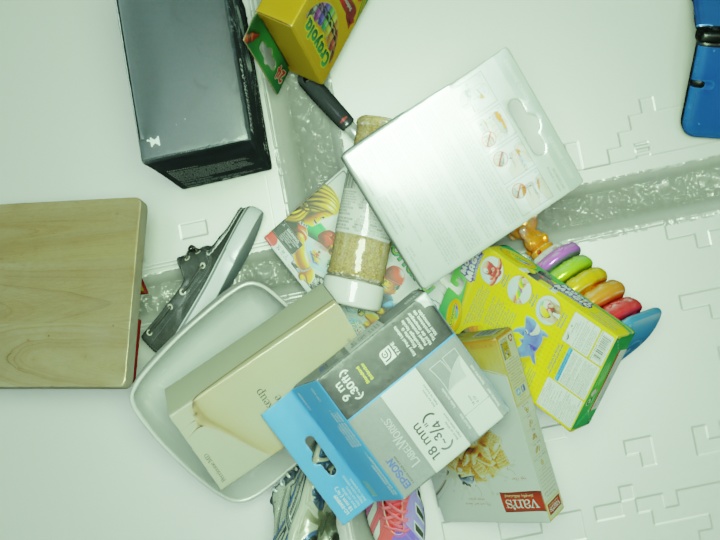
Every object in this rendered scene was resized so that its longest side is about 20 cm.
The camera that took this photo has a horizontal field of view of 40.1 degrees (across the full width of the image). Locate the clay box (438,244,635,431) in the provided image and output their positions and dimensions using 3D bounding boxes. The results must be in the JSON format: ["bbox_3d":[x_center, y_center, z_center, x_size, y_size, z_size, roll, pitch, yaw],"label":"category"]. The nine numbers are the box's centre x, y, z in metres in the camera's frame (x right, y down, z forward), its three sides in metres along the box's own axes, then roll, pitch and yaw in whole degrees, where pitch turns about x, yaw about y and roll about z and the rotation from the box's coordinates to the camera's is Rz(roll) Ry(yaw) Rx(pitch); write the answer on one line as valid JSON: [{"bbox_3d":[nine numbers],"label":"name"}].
[{"bbox_3d":[0.175,0.060,1.031,0.199,0.047,0.117,38,118,33],"label":"clay box"}]

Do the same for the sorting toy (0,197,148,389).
[{"bbox_3d":[-0.323,0.031,1.082,0.195,0.070,0.203,-2,76,14],"label":"sorting toy"}]

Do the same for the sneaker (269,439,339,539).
[{"bbox_3d":[-0.058,0.233,1.046,0.084,0.076,0.204,15,84,43],"label":"sneaker"}]

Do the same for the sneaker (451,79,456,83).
[{"bbox_3d":[0.114,-0.119,1.077,0.071,0.112,0.205,7,88,1],"label":"sneaker"}]

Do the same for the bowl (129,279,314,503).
[{"bbox_3d":[-0.129,0.125,1.071,0.200,0.075,0.200,-42,110,-2],"label":"bowl"}]

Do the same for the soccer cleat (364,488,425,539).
[{"bbox_3d":[0.036,0.233,1.073,0.067,0.073,0.205,-6,99,-3],"label":"soccer cleat"}]

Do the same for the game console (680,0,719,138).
[{"bbox_3d":[0.464,-0.247,1.119,0.195,0.119,0.174,4,118,2],"label":"game console"}]

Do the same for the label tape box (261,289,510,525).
[{"bbox_3d":[0.023,0.138,0.951,0.199,0.063,0.145,-38,96,-4],"label":"label tape box"}]

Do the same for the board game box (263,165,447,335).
[{"bbox_3d":[0.000,0.000,1.114,0.126,0.035,0.201,-40,87,-1],"label":"board game box"}]

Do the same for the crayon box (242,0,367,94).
[{"bbox_3d":[-0.045,-0.296,1.069,0.050,0.127,0.203,24,81,19],"label":"crayon box"}]

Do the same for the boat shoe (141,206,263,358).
[{"bbox_3d":[-0.181,0.008,1.108,0.065,0.070,0.202,30,96,2],"label":"boat shoe"}]

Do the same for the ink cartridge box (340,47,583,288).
[{"bbox_3d":[0.102,-0.104,1.005,0.198,0.047,0.162,-33,97,3],"label":"ink cartridge box"}]

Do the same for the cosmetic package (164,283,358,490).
[{"bbox_3d":[-0.089,0.116,1.003,0.198,0.073,0.104,-35,111,-5],"label":"cosmetic package"}]

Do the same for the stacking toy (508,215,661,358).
[{"bbox_3d":[0.223,0.014,1.082,0.116,0.109,0.202,-47,68,32],"label":"stacking toy"}]

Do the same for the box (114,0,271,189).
[{"bbox_3d":[-0.173,-0.206,1.048,0.115,0.200,0.201,-10,88,1],"label":"box"}]

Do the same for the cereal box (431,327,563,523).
[{"bbox_3d":[0.123,0.168,1.044,0.142,0.039,0.204,-12,98,42],"label":"cereal box"}]

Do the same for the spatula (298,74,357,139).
[{"bbox_3d":[-0.002,-0.152,1.121,0.056,0.021,0.201,-41,86,1],"label":"spatula"}]

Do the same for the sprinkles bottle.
[{"bbox_3d":[0.008,-0.061,1.063,0.067,0.068,0.205,12,89,2],"label":"sprinkles bottle"}]
